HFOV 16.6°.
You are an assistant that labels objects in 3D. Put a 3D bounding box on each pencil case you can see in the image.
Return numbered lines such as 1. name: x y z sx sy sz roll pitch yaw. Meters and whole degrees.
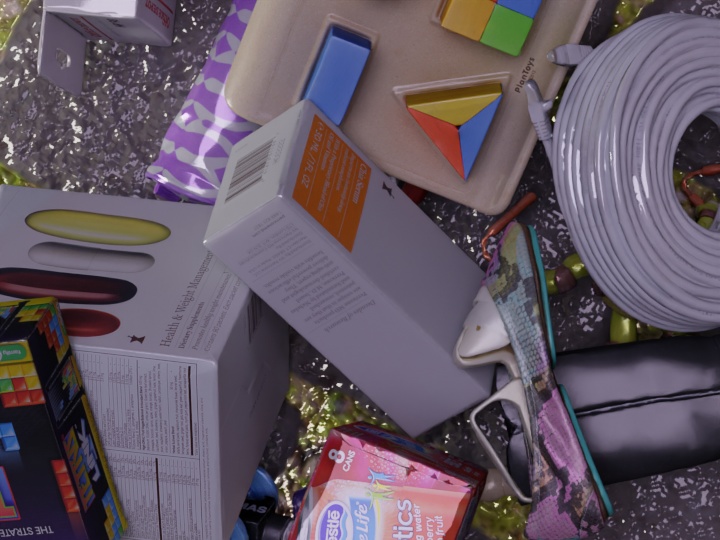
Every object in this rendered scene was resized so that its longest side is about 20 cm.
1. pencil case: -0.074 -0.133 1.666 0.085 0.084 0.201 23 86 49

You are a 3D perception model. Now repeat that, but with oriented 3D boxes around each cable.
1. cable: 0.212 -0.063 1.555 0.199 0.069 0.201 -19 96 -32

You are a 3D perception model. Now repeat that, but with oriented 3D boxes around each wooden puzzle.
1. wooden puzzle: 0.032 -0.148 1.557 0.199 0.046 0.186 22 108 -2

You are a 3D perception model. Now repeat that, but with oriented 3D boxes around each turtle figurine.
1. turtle figurine: 0.191 0.008 1.617 0.199 0.064 0.162 -17 90 -5

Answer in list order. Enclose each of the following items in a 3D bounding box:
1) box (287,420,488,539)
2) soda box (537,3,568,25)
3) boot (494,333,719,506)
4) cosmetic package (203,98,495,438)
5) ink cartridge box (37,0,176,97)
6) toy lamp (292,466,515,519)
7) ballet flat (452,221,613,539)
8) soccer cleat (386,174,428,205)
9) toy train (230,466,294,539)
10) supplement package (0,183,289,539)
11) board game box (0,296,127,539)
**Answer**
1. box: 0.016 0.154 1.510 0.095 0.200 0.100 22 90 6
2. soda box: 0.054 -0.202 1.609 0.199 0.064 0.070 22 57 -2
3. boot: 0.192 0.122 1.559 0.199 0.066 0.166 -8 76 3
4. cosmetic package: 0.000 0.000 1.564 0.071 0.102 0.200 -30 120 32
5. ink cartridge box: -0.163 -0.220 1.669 0.066 0.116 0.202 5 87 8
6. toy lamp: 0.054 0.148 1.634 0.199 0.058 0.059 -9 84 9
7. ballet flat: 0.098 0.071 1.522 0.071 0.069 0.201 -14 80 -1
8. soccer cleat: 0.028 -0.092 1.654 0.085 0.069 0.201 30 92 14
9. toy train: -0.135 0.182 1.637 0.199 0.087 0.115 9 115 17
10. supplement package: -0.162 0.058 1.585 0.199 0.192 0.148 6 121 9
11. board game box: -0.259 0.107 1.492 0.199 0.057 0.166 -6 116 19
